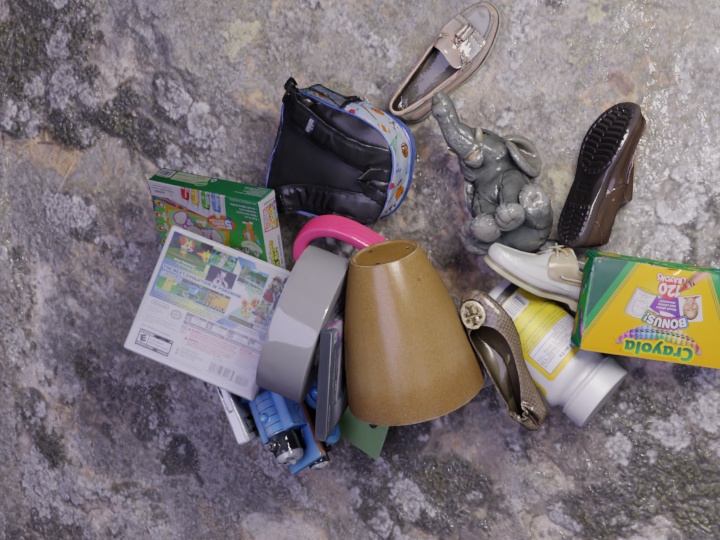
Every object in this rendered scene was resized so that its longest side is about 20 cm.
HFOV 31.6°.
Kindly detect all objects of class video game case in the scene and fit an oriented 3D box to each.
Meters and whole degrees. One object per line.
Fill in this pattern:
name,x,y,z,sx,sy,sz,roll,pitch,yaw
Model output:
video game case,-0.184,0.158,1.856,0.022,0.200,0.184,-23,86,6
video game case,-0.203,0.058,1.752,0.198,0.022,0.184,21,86,8
video game case,-0.031,0.129,1.697,0.019,0.200,0.145,5,101,9

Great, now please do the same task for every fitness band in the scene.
fitness band,0.000,0.000,1.758,0.199,0.038,0.144,30,144,-3

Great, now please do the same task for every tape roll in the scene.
tape roll,-0.072,0.071,1.691,0.066,0.200,0.202,20,106,5

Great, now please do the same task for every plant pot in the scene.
plant pot,0.053,0.068,1.659,0.184,0.186,0.202,-4,110,26

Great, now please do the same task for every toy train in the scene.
toy train,-0.107,0.189,1.792,0.086,0.114,0.202,-36,67,37

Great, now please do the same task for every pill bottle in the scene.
pill bottle,0.246,0.106,1.684,0.200,0.114,0.115,42,112,16

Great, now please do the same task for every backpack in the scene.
backpack,-0.020,-0.151,1.761,0.189,0.154,0.202,27,121,26

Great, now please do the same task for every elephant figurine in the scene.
elephant figurine,0.180,-0.129,1.687,0.140,0.156,0.202,-13,61,-7

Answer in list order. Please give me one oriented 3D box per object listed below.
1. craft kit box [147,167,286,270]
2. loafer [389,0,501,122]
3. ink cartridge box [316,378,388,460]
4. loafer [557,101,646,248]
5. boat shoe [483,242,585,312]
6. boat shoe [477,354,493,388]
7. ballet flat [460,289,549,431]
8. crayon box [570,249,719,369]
craft kit box,-0.201,-0.037,1.824,0.198,0.049,0.199,12,129,29
loafer,0.114,-0.280,1.727,0.072,0.063,0.200,47,113,14
ink cartridge box,-0.037,0.167,1.837,0.199,0.048,0.147,31,111,39
loafer,0.320,-0.121,1.654,0.073,0.070,0.202,34,104,55
boat shoe,0.254,-0.001,1.652,0.198,0.075,0.069,21,108,-22
boat shoe,0.101,0.161,1.786,0.198,0.068,0.073,-11,92,27
ballet flat,0.180,0.119,1.634,0.067,0.046,0.201,-17,103,46
crayon box,0.373,0.049,1.599,0.198,0.058,0.120,8,100,-3
